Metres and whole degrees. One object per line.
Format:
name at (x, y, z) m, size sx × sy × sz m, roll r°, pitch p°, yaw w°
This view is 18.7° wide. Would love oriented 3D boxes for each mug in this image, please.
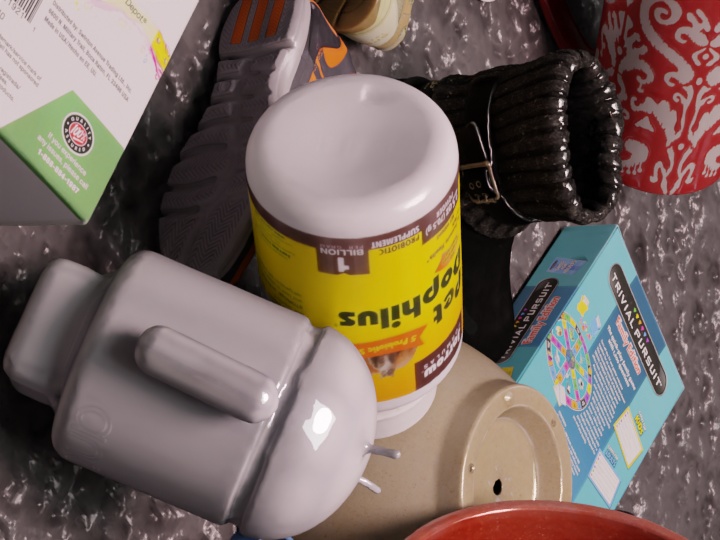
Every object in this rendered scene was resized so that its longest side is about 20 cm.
mug at (0.210, -0.174, 1.502) m, size 0.133 × 0.178 × 0.200 m, roll -23°, pitch 141°, yaw -29°

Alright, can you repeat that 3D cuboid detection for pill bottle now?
pill bottle at (0.000, 0.000, 1.163) m, size 0.200 × 0.109 × 0.109 m, roll 85°, pitch 29°, yaw -49°

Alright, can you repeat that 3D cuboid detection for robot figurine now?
robot figurine at (-0.077, 0.064, 1.096) m, size 0.170 × 0.199 × 0.113 m, roll 105°, pitch 8°, yaw -81°

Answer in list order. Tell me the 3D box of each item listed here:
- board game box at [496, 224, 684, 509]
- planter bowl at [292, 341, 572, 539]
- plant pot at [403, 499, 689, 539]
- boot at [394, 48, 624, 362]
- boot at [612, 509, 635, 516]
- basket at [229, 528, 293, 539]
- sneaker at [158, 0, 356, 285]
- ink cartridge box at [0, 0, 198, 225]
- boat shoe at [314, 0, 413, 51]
board game box at (0.143, 0.089, 1.501) m, size 0.200 × 0.047 × 0.151 m, roll -53°, pitch 129°, yaw -39°
planter bowl at (0.041, 0.125, 1.294) m, size 0.200 × 0.134 × 0.201 m, roll 2°, pitch 88°, yaw -53°
plant pot at (0.100, 0.259, 1.170) m, size 0.201 × 0.200 × 0.196 m, roll -29°, pitch 133°, yaw -49°
boot at (0.095, -0.029, 1.347) m, size 0.079 × 0.157 × 0.212 m, roll -37°, pitch 118°, yaw -47°
boot at (0.144, 0.273, 1.353) m, size 0.188 × 0.068 × 0.200 m, roll -53°, pitch 128°, yaw -42°
basket at (-0.059, 0.251, 1.153) m, size 0.176 × 0.139 × 0.201 m, roll 45°, pitch 63°, yaw -48°
sneaker at (-0.040, -0.057, 1.237) m, size 0.112 × 0.077 × 0.201 m, roll 42°, pitch 57°, yaw -43°
ink cartridge box at (-0.162, -0.144, 1.072) m, size 0.145 × 0.084 × 0.200 m, roll 49°, pitch 53°, yaw -40°
boat shoe at (0.018, -0.237, 1.327) m, size 0.063 × 0.073 × 0.202 m, roll 18°, pitch 78°, yaw -58°
